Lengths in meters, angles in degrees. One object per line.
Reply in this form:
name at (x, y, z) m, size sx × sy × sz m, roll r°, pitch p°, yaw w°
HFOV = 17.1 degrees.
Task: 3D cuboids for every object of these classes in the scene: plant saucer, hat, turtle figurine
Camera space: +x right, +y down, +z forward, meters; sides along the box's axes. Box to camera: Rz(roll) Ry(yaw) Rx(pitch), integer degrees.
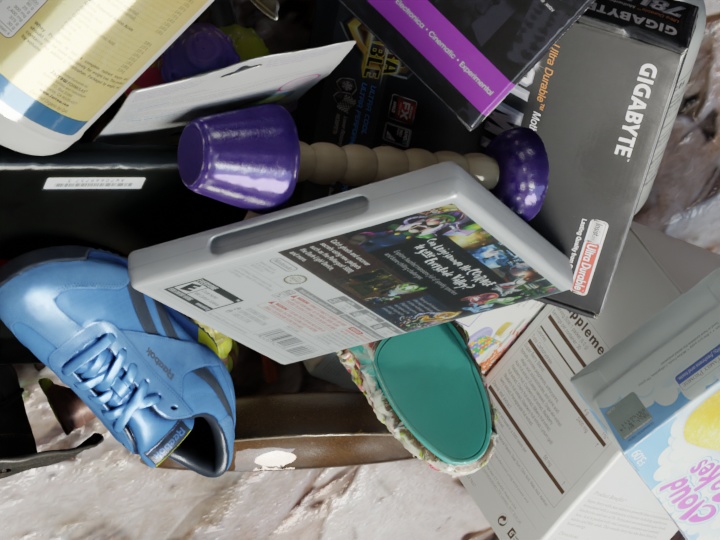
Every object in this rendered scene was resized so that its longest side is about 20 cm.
plant saucer at (-0.038, 0.100, 1.493) m, size 0.198 × 0.032 × 0.200 m, roll -2°, pitch 169°, yaw 0°
hat at (-0.246, 0.087, 1.332) m, size 0.199 × 0.082 × 0.201 m, roll -15°, pitch 178°, yaw -1°
turtle figurine at (-0.112, 0.037, 1.408) m, size 0.160 × 0.065 × 0.201 m, roll -26°, pitch 144°, yaw -11°

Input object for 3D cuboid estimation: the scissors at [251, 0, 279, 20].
scissors at (-0.055, -0.135, 1.127) m, size 0.014 × 0.200 × 0.073 m, roll 41°, pitch 112°, yaw -20°

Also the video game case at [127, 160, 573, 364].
video game case at (0.000, 0.000, 1.271) m, size 0.180 × 0.024 × 0.200 m, roll -15°, pitch 161°, yaw 18°

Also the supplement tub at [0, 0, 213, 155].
supplement tub at (-0.124, -0.168, 1.094) m, size 0.200 × 0.145 × 0.144 m, roll -43°, pitch 143°, yaw 13°

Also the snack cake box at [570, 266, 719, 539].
snack cake box at (0.217, 0.097, 1.435) m, size 0.115 × 0.067 × 0.200 m, roll -37°, pitch 141°, yaw 3°

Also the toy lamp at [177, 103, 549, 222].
toy lamp at (0.002, -0.055, 1.230) m, size 0.199 × 0.058 × 0.058 m, roll 0°, pitch 133°, yaw -31°

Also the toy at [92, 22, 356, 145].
toy at (-0.085, -0.096, 1.226) m, size 0.114 × 0.048 × 0.200 m, roll -16°, pitch 172°, yaw -18°

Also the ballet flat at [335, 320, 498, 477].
ballet flat at (0.014, 0.038, 1.411) m, size 0.075 × 0.201 × 0.064 m, roll -28°, pitch 165°, yaw -18°

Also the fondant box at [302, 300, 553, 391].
fondant box at (0.060, 0.021, 1.531) m, size 0.144 × 0.058 × 0.199 m, roll -46°, pitch 142°, yaw 16°

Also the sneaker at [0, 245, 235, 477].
sneaker at (-0.123, 0.052, 1.273) m, size 0.066 × 0.079 × 0.200 m, roll -28°, pitch 146°, yaw 14°

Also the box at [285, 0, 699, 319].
box at (0.065, -0.085, 1.320) m, size 0.197 × 0.050 × 0.201 m, roll 19°, pitch 133°, yaw 6°

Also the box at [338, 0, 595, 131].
box at (0.075, -0.192, 1.218) m, size 0.200 × 0.143 × 0.036 m, roll -46°, pitch 179°, yaw 9°

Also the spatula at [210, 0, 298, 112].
spatula at (-0.074, -0.140, 1.270) m, size 0.056 × 0.021 × 0.201 m, roll -15°, pitch 140°, yaw 0°

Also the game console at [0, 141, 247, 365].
game console at (-0.163, -0.010, 1.257) m, size 0.198 × 0.031 × 0.177 m, roll -2°, pitch 143°, yaw -29°

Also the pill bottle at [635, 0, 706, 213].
pill bottle at (0.134, -0.129, 1.366) m, size 0.114 × 0.115 × 0.201 m, roll -13°, pitch 139°, yaw -26°

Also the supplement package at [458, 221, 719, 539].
supplement package at (0.169, 0.087, 1.542) m, size 0.121 × 0.120 × 0.200 m, roll 18°, pitch 119°, yaw -46°
